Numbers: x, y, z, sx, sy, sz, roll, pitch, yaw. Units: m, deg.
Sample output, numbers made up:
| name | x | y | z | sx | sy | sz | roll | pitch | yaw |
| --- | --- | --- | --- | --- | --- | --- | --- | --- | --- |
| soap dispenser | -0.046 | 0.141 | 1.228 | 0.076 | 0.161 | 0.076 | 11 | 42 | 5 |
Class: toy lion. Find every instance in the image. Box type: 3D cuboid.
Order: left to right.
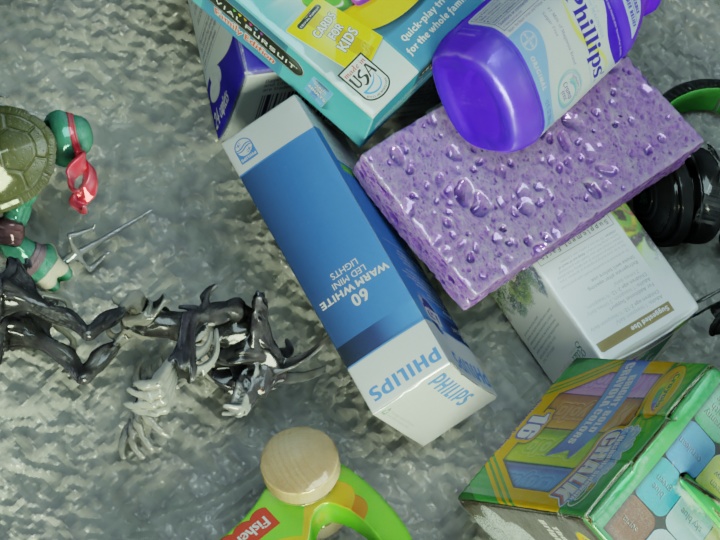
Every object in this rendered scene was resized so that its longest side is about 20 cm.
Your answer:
| name | x | y | z | sx | sy | sz | roll | pitch | yaw |
| --- | --- | --- | --- | --- | --- | --- | --- | --- | --- |
| toy lion | -0.043 | 0.215 | 1.534 | 0.200 | 0.069 | 0.192 | -38 | 62 | -16 |

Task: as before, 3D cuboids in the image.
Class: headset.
| name | x | y | z | sx | sy | sz | roll | pitch | yaw |
| --- | --- | --- | --- | --- | --- | --- | --- | --- | --- |
| headset | 0.237 | -0.047 | 1.710 | 0.123 | 0.094 | 0.200 | 15 | 54 | -7 |

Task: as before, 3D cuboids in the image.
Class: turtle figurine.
| name | x | y | z | sx | sy | sz | roll | pitch | yaw |
| --- | --- | --- | --- | --- | --- | --- | --- | --- | --- |
| turtle figurine | -0.234 | -0.061 | 1.631 | 0.200 | 0.101 | 0.150 | -15 | 72 | -10 |

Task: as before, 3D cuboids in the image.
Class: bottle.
| name | x | y | z | sx | sy | sz | roll | pitch | yaw |
| --- | --- | --- | --- | --- | --- | --- | --- | --- | --- |
| bottle | 0.128 | -0.155 | 1.627 | 0.200 | 0.065 | 0.084 | -42 | 126 | -31 |

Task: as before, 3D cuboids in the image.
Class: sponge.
| name | x | y | z | sx | sy | sz | roll | pitch | yaw |
| --- | --- | --- | --- | --- | --- | --- | --- | --- | --- |
| sponge | 0.104 | -0.069 | 1.639 | 0.200 | 0.030 | 0.112 | -33 | 78 | -28 |

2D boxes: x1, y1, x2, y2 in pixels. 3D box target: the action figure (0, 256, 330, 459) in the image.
| name | x | y | z | sx | sy | sz | roll | pitch | yaw |
| --- | --- | --- | --- | --- | --- | --- | --- | --- | --- |
| action figure | -0.122 | 0.057 | 1.593 | 0.200 | 0.119 | 0.102 | 12 | 60 | 2 |

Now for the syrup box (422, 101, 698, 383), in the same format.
| name | x | y | z | sx | sy | sz | roll | pitch | yaw |
| --- | --- | --- | --- | --- | --- | --- | --- | --- | --- |
| syrup box | 0.117 | -0.023 | 1.687 | 0.081 | 0.079 | 0.200 | -30 | 76 | -21 |

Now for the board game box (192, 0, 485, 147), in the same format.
| name | x | y | z | sx | sy | sz | roll | pitch | yaw |
| --- | --- | --- | --- | --- | --- | --- | --- | --- | --- |
| board game box | -0.023 | -0.196 | 1.634 | 0.200 | 0.047 | 0.151 | 41 | 67 | 7 |

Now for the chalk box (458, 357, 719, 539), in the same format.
| name | x | y | z | sx | sy | sz | roll | pitch | yaw |
| --- | --- | --- | --- | --- | --- | --- | --- | --- | --- |
| chalk box | 0.175 | 0.134 | 1.538 | 0.124 | 0.200 | 0.124 | -48 | 110 | -19 |

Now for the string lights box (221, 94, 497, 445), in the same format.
| name | x | y | z | sx | sy | sz | roll | pitch | yaw |
| --- | --- | --- | --- | --- | --- | --- | --- | --- | --- |
| string lights box | 0.000 | 0.000 | 1.623 | 0.059 | 0.103 | 0.200 | -33 | 67 | 8 |

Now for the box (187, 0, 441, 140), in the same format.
| name | x | y | z | sx | sy | sz | roll | pitch | yaw |
| --- | --- | --- | --- | --- | --- | --- | --- | --- | --- |
| box | -0.016 | -0.203 | 1.721 | 0.184 | 0.105 | 0.200 | -9 | 70 | -15 |
